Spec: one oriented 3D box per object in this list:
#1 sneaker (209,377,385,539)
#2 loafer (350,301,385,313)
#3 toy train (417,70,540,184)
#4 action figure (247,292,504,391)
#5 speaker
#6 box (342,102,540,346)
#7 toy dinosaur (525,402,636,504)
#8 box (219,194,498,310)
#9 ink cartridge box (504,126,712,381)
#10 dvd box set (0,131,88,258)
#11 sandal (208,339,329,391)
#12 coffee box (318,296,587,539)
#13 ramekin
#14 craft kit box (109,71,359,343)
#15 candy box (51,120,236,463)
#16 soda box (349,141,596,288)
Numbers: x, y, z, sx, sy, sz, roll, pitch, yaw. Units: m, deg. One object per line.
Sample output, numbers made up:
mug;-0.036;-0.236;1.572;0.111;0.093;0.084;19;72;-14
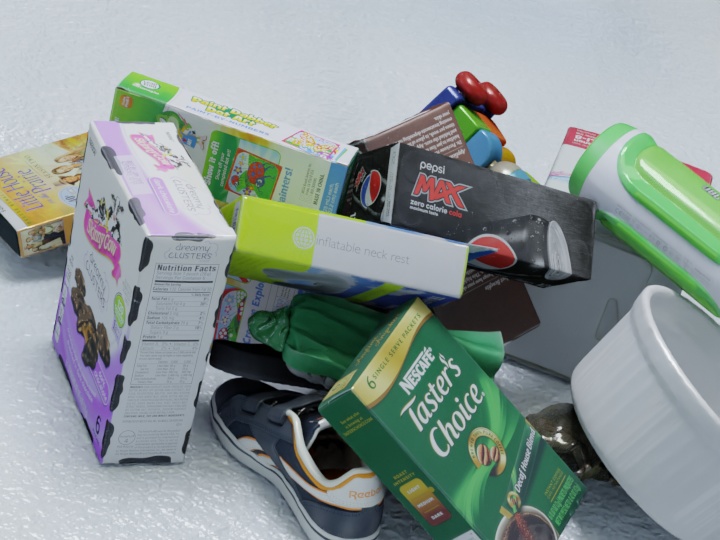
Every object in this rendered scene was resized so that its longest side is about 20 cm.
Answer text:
sneaker;-0.042;0.123;1.504;0.078;0.080;0.200;-11;37;-35
loafer;0.000;0.000;1.672;0.201;0.070;0.068;50;23;0
toy train;0.119;-0.100;1.795;0.116;0.085;0.200;51;12;14
action figure;0.007;0.069;1.522;0.199;0.055;0.119;22;54;-16
speaker;0.264;-0.032;1.619;0.200;0.089;0.088;41;37;21
box;0.058;-0.024;1.637;0.100;0.201;0.075;-25;3;-35
toy dinosaur;0.171;0.137;1.581;0.199;0.077;0.103;-7;48;-27
box;-0.011;-0.009;1.502;0.199;0.048;0.122;12;-10;-16
ink cartridge box;0.214;-0.008;1.774;0.144;0.146;0.200;20;29;6
dvd box set;-0.231;-0.078;1.739;0.199;0.030;0.146;-18;32;-24
sandal;-0.028;0.070;1.574;0.076;0.043;0.199;16;3;44
coffee box;0.069;0.130;1.457;0.200;0.044;0.123;49;43;-8
ramekin;0.254;0.118;1.558;0.200;0.098;0.201;41;21;-19
craft kit box;-0.119;-0.035;1.613;0.196;0.201;0.049;18;28;4
candy box;-0.167;0.014;1.505;0.071;0.201;0.168;1;32;-24
soda box;0.090;-0.041;1.580;0.199;0.071;0.063;14;-15;-31
